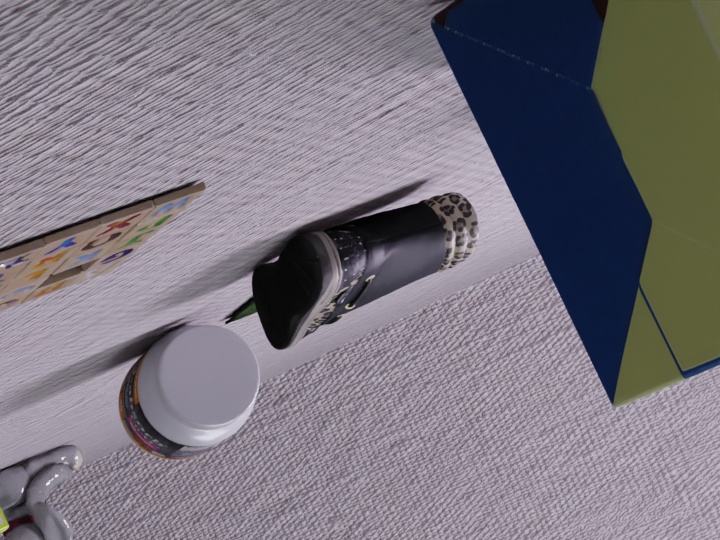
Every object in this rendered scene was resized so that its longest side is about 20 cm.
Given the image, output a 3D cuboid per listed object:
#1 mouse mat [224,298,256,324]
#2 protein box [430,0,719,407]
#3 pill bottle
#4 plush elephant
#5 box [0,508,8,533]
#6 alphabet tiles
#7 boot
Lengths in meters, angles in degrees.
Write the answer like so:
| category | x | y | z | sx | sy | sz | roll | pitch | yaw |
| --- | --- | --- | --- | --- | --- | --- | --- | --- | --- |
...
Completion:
| category | x | y | z | sx | sy | sz | roll | pitch | yaw |
| --- | --- | --- | --- | --- | --- | --- | --- | --- | --- |
| mouse mat | -0.041 | 0.006 | 1.850 | 0.161 | 0.008 | 0.200 | -22 | 176 | -22 |
| protein box | 0.177 | -0.073 | 0.864 | 0.200 | 0.199 | 0.135 | -21 | 174 | -44 |
| pill bottle | -0.162 | 0.115 | 1.793 | 0.116 | 0.116 | 0.200 | -23 | 175 | -18 |
| plush elephant | -0.471 | 0.354 | 2.653 | 0.165 | 0.155 | 0.200 | -26 | 176 | 20 |
| box | -0.376 | 0.184 | 1.438 | 0.200 | 0.122 | 0.048 | -26 | 177 | 25 |
| alphabet tiles | -0.200 | 0.007 | 1.054 | 0.200 | 0.008 | 0.167 | -22 | 175 | -30 |
| boot | 0.001 | 0.001 | 1.542 | 0.154 | 0.074 | 0.204 | -17 | 170 | -21 |
